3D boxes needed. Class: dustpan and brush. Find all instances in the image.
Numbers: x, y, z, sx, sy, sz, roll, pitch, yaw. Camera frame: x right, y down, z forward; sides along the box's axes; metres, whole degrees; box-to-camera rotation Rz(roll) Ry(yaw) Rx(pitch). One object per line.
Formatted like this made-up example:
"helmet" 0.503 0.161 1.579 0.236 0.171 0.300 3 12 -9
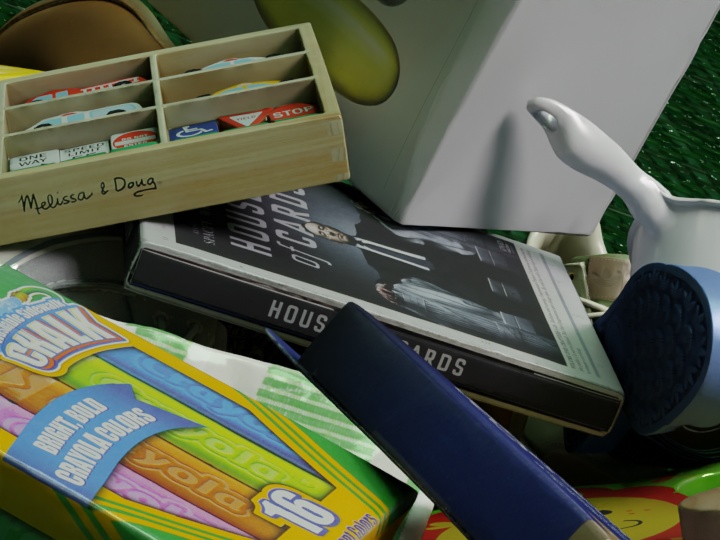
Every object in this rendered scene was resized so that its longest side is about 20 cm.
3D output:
"dustpan and brush" 0.143 -0.005 1.097 0.199 0.058 0.139 30 -26 -24

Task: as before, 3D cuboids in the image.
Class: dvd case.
"dvd case" 0.000 0.000 1.042 0.199 0.025 0.150 19 19 -13

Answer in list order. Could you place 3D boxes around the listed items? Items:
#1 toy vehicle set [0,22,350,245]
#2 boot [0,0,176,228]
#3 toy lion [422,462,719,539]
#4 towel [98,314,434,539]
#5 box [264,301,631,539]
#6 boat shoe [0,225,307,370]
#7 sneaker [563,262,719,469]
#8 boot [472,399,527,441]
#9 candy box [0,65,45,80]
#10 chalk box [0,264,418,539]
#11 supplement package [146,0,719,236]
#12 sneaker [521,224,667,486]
"toy vehicle set" -0.108 -0.050 1.018 0.198 0.027 0.124 -11 23 -4
"boot" -0.135 -0.062 1.216 0.199 0.077 0.155 16 37 29
"toy lion" 0.109 0.101 0.950 0.191 0.069 0.199 -3 7 41
"towel" -0.076 0.070 0.892 0.199 0.024 0.153 20 39 2
"box" 0.052 0.076 0.791 0.121 0.032 0.200 42 -1 -34
"boat shoe" -0.078 0.026 1.025 0.071 0.071 0.200 30 16 36
"sneaker" 0.139 0.040 1.027 0.077 0.071 0.200 4 -9 -9
"boot" 0.000 0.018 1.163 0.143 0.071 0.201 13 18 -11
"candy box" -0.237 -0.076 1.113 0.102 0.027 0.199 13 13 38
"chalk box" -0.108 0.085 0.753 0.199 0.126 0.124 26 18 12
"supplement package" 0.039 -0.149 1.138 0.200 0.192 0.147 41 24 32
"sneaker" 0.104 0.035 1.184 0.067 0.090 0.200 17 20 -19
